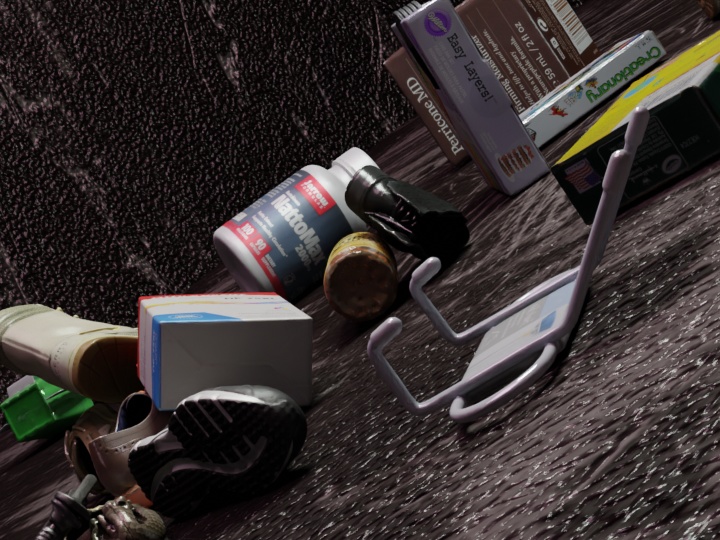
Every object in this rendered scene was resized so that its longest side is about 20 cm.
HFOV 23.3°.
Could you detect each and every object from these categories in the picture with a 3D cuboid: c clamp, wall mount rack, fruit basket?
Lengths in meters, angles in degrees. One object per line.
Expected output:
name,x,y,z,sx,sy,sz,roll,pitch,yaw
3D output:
c clamp,-0.223,0.210,1.115,0.201,0.027,0.171,-57,1,-21
wall mount rack,0.093,-0.001,0.933,0.173,0.075,0.200,-33,7,20
fruit basket,-0.405,0.161,2.470,0.185,0.094,0.200,-30,4,44

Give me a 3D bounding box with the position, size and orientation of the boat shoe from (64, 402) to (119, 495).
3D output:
boat shoe,-0.222,0.161,1.494,0.063,0.074,0.200,-32,11,-24

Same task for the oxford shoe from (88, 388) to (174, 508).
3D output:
oxford shoe,-0.142,0.114,1.375,0.071,0.073,0.200,-32,6,31

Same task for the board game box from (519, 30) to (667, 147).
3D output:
board game box,0.222,-0.180,1.857,0.199,0.035,0.126,-36,5,-4

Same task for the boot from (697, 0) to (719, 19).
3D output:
boot,0.401,-0.331,1.888,0.107,0.075,0.200,-28,7,18

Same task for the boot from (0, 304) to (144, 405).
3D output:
boot,-0.217,0.076,1.518,0.154,0.073,0.199,12,0,39

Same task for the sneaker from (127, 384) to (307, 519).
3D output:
sneaker,-0.084,0.103,1.138,0.080,0.074,0.200,-36,5,-32

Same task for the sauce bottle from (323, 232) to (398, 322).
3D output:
sauce bottle,0.000,0.000,1.528,0.066,0.066,0.200,-35,7,3

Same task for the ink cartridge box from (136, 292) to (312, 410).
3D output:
ink cartridge box,-0.110,0.057,1.344,0.115,0.068,0.200,-1,6,-13

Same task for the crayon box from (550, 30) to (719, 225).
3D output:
crayon box,0.226,-0.115,1.211,0.127,0.051,0.200,-31,8,39

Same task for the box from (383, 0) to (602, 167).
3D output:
box,0.171,-0.267,2.214,0.199,0.167,0.164,-32,7,28

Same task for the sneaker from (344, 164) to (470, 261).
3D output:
sneaker,0.055,-0.037,1.521,0.060,0.104,0.199,-59,-31,3

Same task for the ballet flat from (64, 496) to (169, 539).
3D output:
ballet flat,-0.172,0.175,1.185,0.067,0.047,0.200,-37,6,-16

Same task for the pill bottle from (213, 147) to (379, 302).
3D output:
pill bottle,-0.061,-0.052,2.038,0.199,0.120,0.120,-37,6,-13

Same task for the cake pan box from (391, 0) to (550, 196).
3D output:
cake pan box,0.101,-0.171,1.665,0.052,0.201,0.184,-32,8,-1
